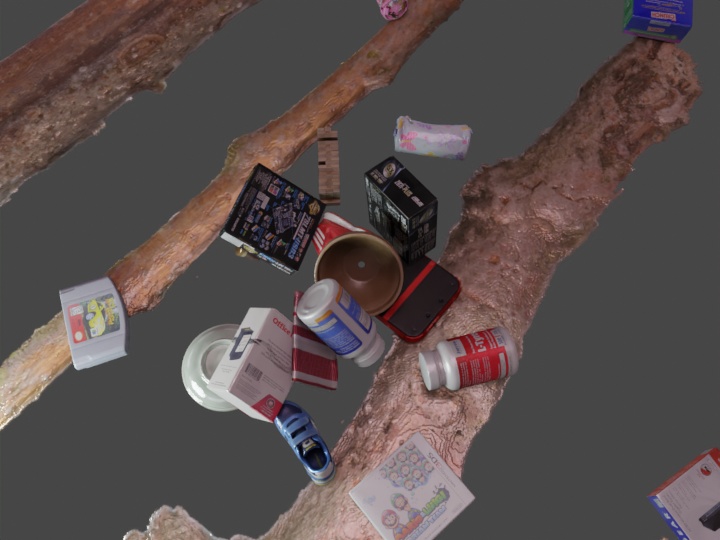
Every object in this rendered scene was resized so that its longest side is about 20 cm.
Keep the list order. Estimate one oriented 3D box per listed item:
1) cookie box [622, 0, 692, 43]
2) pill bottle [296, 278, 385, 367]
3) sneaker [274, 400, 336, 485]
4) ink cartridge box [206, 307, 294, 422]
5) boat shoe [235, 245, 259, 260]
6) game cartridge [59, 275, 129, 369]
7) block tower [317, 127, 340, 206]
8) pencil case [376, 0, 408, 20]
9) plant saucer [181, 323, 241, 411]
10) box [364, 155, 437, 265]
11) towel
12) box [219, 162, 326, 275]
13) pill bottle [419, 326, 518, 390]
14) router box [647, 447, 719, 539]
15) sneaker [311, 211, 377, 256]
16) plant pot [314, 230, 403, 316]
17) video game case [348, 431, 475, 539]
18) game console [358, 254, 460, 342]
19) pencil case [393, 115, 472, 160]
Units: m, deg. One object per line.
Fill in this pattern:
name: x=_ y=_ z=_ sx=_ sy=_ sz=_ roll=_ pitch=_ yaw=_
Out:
cookie box: x=0.853 y=-0.765 z=1.843 sx=0.170 sy=0.075 sz=0.201 roll=13 pitch=68 yaw=3
pill bottle: x=-0.036 y=0.120 z=1.395 sx=0.200 sy=0.112 sz=0.112 roll=48 pitch=68 yaw=-29
sneaker: x=-0.117 y=0.355 z=1.357 sx=0.074 sy=0.082 sz=0.200 roll=-35 pitch=71 yaw=-13
ink cartridge box: x=-0.210 y=0.199 z=1.373 sx=0.084 sy=0.145 sz=0.200 roll=0 pitch=55 yaw=44
boat shoe: x=-0.245 y=-0.117 z=1.563 sx=0.072 sy=0.072 sz=0.201 roll=22 pitch=62 yaw=-24
game cartridge: x=-0.603 y=0.113 z=1.470 sx=0.133 sy=0.041 sz=0.201 roll=-17 pitch=69 yaw=-12
block tower: x=-0.081 y=-0.264 z=1.625 sx=0.054 sy=0.058 sz=0.201 roll=-3 pitch=69 yaw=-2
pencil case: x=0.063 y=-0.818 z=1.843 sx=0.083 sy=0.086 sz=0.201 roll=-32 pitch=69 yaw=20
plant saucer: x=-0.302 y=0.209 z=1.429 sx=0.199 sy=0.050 sz=0.201 roll=0 pitch=67 yaw=-1
box: x=0.094 y=-0.137 z=1.488 sx=0.086 sy=0.200 sz=0.164 roll=-34 pitch=62 yaw=-14
towel: x=-0.098 y=0.157 z=1.415 sx=0.023 sy=0.144 sz=0.201 roll=-16 pitch=63 yaw=33
box: x=-0.203 y=-0.121 z=1.520 sx=0.198 sy=0.050 sz=0.201 roll=30 pitch=65 yaw=-20
pill bottle: x=0.235 y=0.198 z=1.413 sx=0.199 sy=0.112 sz=0.113 roll=-13 pitch=69 yaw=-7
router box: x=0.736 y=0.505 z=1.333 sx=0.179 sy=0.049 sz=0.200 roll=-31 pitch=72 yaw=-13
sneaker: x=-0.029 y=-0.049 z=1.539 sx=0.200 sy=0.078 sz=0.116 roll=28 pitch=78 yaw=23
plant pot: x=0.000 y=0.000 z=1.464 sx=0.200 sy=0.093 sz=0.202 roll=2 pitch=109 yaw=6
video game case: x=0.108 y=0.472 z=1.345 sx=0.200 sy=0.024 sz=0.182 roll=-38 pitch=73 yaw=-15
game console: x=0.121 y=0.054 z=1.518 sx=0.177 sy=0.031 sz=0.200 roll=36 pitch=70 yaw=19
pencil case: x=0.183 y=-0.339 z=1.647 sx=0.199 sy=0.083 sz=0.091 roll=9 pitch=90 yaw=1
